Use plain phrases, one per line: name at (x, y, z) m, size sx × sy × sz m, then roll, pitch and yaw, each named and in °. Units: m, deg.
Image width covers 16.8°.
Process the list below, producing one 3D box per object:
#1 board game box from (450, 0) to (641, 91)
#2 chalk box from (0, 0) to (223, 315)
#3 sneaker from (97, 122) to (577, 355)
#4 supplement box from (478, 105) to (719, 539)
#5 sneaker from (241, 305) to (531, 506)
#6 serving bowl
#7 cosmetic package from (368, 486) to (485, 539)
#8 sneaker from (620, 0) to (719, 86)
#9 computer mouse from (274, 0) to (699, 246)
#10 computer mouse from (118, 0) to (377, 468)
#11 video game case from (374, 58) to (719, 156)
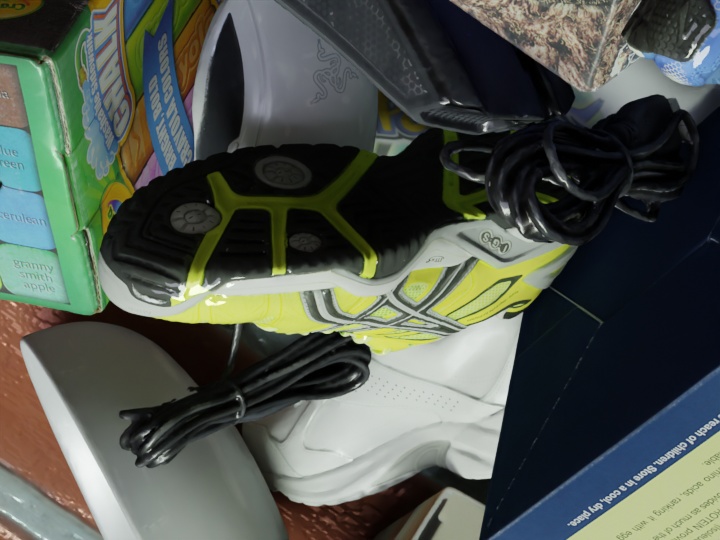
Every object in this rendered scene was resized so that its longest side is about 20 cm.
board game box at (0.056, -0.184, 0.709) m, size 0.159 × 0.097 × 0.200 m, roll 36°, pitch 141°, yaw 20°
chalk box at (-0.134, -0.071, 0.873) m, size 0.125 × 0.200 × 0.124 m, roll 12°, pitch 137°, yaw 18°
sneaker at (0.000, 0.000, 0.858) m, size 0.075 × 0.200 × 0.077 m, roll 52°, pitch 138°, yaw 41°
supplement box at (0.184, 0.049, 0.860) m, size 0.200 × 0.134 × 0.200 m, roll 28°, pitch 139°, yaw -16°
sneaker at (0.018, 0.038, 1.014) m, size 0.200 × 0.078 × 0.100 m, roll -16°, pitch 98°, yaw 45°
serving bowl at (-0.077, 0.105, 1.069) m, size 0.200 × 0.066 × 0.200 m, roll 58°, pitch 167°, yaw 23°
cosmetic package at (0.029, 0.167, 1.046) m, size 0.087 × 0.103 × 0.200 m, roll 31°, pitch 162°, yaw -1°
sneaker at (0.158, -0.079, 0.717) m, size 0.089 × 0.200 × 0.079 m, roll 51°, pitch 130°, yaw 22°
computer mouse at (0.027, -0.093, 0.809) m, size 0.200 × 0.138 × 0.053 m, roll 40°, pitch 115°, yaw 15°
computer mouse at (-0.031, -0.018, 0.904) m, size 0.044 × 0.110 × 0.200 m, roll 42°, pitch 135°, yaw 42°
video game case at (0.068, -0.083, 0.893) m, size 0.200 × 0.022 × 0.182 m, roll 20°, pitch 137°, yaw 8°
